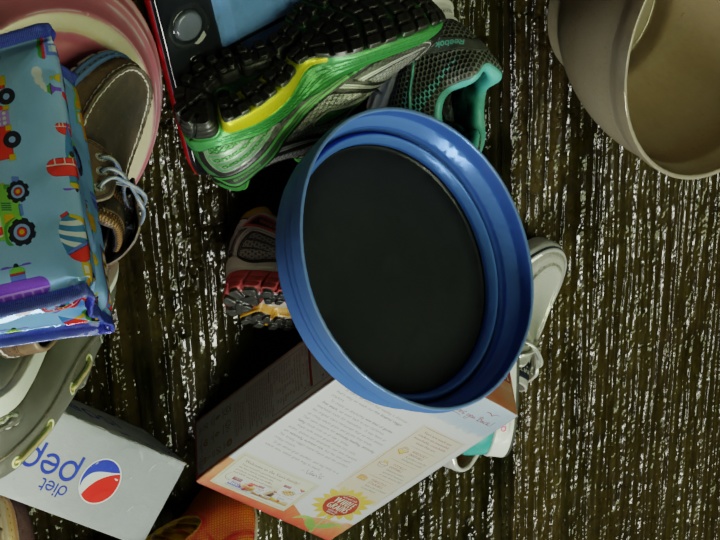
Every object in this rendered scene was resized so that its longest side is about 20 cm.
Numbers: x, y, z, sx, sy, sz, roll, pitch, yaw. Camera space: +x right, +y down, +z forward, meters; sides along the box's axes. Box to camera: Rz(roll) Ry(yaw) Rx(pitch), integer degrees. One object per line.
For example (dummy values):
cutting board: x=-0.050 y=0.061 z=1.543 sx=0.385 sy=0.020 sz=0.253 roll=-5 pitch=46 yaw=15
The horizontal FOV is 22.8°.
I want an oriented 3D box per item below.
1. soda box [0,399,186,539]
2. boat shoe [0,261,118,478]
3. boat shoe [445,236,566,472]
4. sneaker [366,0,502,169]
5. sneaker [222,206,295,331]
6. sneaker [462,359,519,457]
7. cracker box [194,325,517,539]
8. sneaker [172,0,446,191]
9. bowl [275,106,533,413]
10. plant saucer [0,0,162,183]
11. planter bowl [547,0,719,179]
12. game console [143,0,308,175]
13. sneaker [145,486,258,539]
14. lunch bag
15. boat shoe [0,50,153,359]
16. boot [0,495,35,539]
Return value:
soda box: x=-0.214 y=0.116 z=1.184 sx=0.199 sy=0.063 sz=0.069 roll=29 pitch=90 yaw=-44
boat shoe: x=-0.199 y=0.053 z=1.099 sx=0.202 sy=0.071 sz=0.061 roll=-62 pitch=150 yaw=-58
boat shoe: x=0.115 y=0.070 z=1.426 sx=0.071 sy=0.070 sz=0.201 roll=36 pitch=87 yaw=-43
sneaker: x=0.043 y=-0.086 z=1.263 sx=0.077 sy=0.091 sz=0.201 roll=-12 pitch=130 yaw=-39
sneaker: x=0.000 y=0.000 z=1.265 sx=0.198 sy=0.078 sz=0.083 roll=12 pitch=63 yaw=-26
sneaker: x=0.054 y=0.040 z=1.359 sx=0.119 sy=0.084 sz=0.202 roll=1 pitch=82 yaw=-11
cracker box: x=-0.006 y=0.105 z=1.272 sx=0.133 sy=0.058 sz=0.200 roll=30 pitch=128 yaw=-34
sneaker: x=-0.031 y=-0.127 z=1.187 sx=0.199 sy=0.078 sz=0.086 roll=-30 pitch=140 yaw=-13
bowl: x=0.029 y=-0.005 z=1.168 sx=0.199 sy=0.039 sz=0.203 roll=13 pitch=68 yaw=-36
plant saucer: x=-0.203 y=-0.092 z=1.100 sx=0.199 sy=0.051 sz=0.202 roll=-19 pitch=123 yaw=-32
planter bowl: x=0.227 y=-0.186 z=1.347 sx=0.199 sy=0.134 sz=0.202 roll=-18 pitch=121 yaw=-31
game console: x=-0.050 y=-0.177 z=1.197 sx=0.199 sy=0.031 sz=0.178 roll=-31 pitch=127 yaw=-24
sneaker: x=-0.130 y=0.211 z=1.254 sx=0.201 sy=0.072 sz=0.078 roll=-59 pitch=135 yaw=-46
lunch bag: x=-0.244 y=-0.030 z=0.958 sx=0.198 sy=0.152 sz=0.094 roll=-11 pitch=167 yaw=-2
boat shoe: x=-0.163 y=-0.036 z=1.049 sx=0.072 sy=0.072 sz=0.201 roll=43 pitch=65 yaw=-52
boot: x=-0.206 y=0.222 z=1.258 sx=0.166 sy=0.072 sz=0.202 roll=-21 pitch=122 yaw=-45
